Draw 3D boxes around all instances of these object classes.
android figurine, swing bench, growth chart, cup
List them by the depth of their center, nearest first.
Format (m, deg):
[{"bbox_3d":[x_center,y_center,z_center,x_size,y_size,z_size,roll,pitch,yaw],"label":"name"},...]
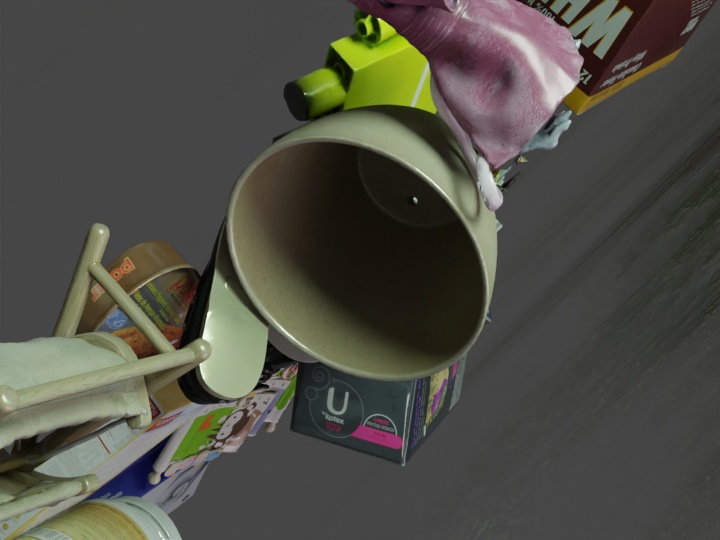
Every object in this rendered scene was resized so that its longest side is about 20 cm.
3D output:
[{"bbox_3d":[-0.232,0.085,0.633,0.201,0.130,0.198,-50,164,18],"label":"swing bench"},{"bbox_3d":[0.020,-0.041,0.776,0.144,0.199,0.201,-55,177,-48],"label":"cup"},{"bbox_3d":[0.017,-0.150,0.838,0.199,0.041,0.183,-33,159,-29],"label":"android figurine"},{"bbox_3d":[-0.140,0.162,1.155,0.199,0.018,0.146,-16,142,-50],"label":"growth chart"}]

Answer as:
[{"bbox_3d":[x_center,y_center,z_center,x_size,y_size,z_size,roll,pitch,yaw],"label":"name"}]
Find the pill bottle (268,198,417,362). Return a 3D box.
[{"bbox_3d":[0.000,0.000,0.945,0.199,0.116,0.116,-31,160,-51],"label":"pill bottle"}]

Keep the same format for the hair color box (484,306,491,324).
[{"bbox_3d":[0.045,0.048,1.201,0.197,0.061,0.100,-12,169,12],"label":"hair color box"}]

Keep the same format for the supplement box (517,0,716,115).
[{"bbox_3d":[0.238,-0.277,0.917,0.196,0.133,0.201,-30,159,-43],"label":"supplement box"}]

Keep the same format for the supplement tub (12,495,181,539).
[{"bbox_3d":[-0.264,0.296,0.967,0.145,0.144,0.199,-50,166,20],"label":"supplement tub"}]

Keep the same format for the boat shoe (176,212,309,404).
[{"bbox_3d":[-0.093,0.008,0.822,0.063,0.073,0.204,-23,-134,55],"label":"boat shoe"}]

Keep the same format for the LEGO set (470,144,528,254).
[{"bbox_3d":[0.091,-0.046,1.124,0.153,0.116,0.200,-39,169,-29],"label":"LEGO set"}]

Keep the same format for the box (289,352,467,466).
[{"bbox_3d":[0.027,0.098,1.045,0.200,0.121,0.108,-26,127,-66],"label":"box"}]

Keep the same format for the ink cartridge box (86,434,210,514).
[{"bbox_3d":[-0.250,0.250,1.174,0.199,0.041,0.201,-34,161,-37],"label":"ink cartridge box"}]

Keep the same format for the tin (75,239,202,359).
[{"bbox_3d":[-0.173,0.039,0.843,0.112,0.042,0.200,-38,164,-10],"label":"tin"}]

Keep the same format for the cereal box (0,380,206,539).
[{"bbox_3d":[-0.217,0.153,0.922,0.199,0.040,0.144,-38,173,13],"label":"cereal box"}]

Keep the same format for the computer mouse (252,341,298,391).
[{"bbox_3d":[-0.080,0.077,1.066,0.137,0.053,0.200,-10,-157,47],"label":"computer mouse"}]

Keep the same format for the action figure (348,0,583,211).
[{"bbox_3d":[0.045,-0.160,0.661,0.150,0.199,0.134,-54,-161,15],"label":"action figure"}]
